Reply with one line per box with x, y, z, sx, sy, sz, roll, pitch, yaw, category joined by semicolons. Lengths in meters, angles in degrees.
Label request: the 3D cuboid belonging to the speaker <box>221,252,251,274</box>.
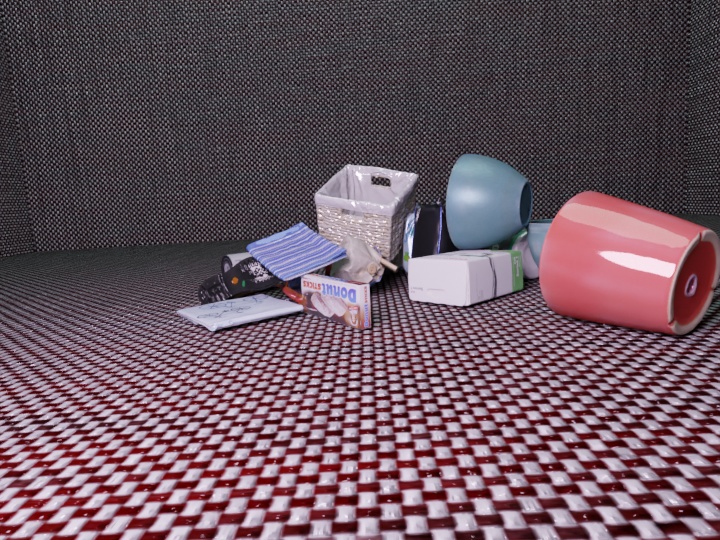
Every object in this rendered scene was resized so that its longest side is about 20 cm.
-0.276;-0.015;1.471;0.198;0.082;0.081;-9;10;-39;speaker

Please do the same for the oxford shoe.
-0.238;0.018;1.127;0.198;0.074;0.084;-18;-7;2;oxford shoe

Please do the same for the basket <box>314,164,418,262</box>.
0.018;-0.135;1.269;0.196;0.163;0.200;11;34;20;basket

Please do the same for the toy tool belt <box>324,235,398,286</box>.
0.000;0.000;1.170;0.121;0.127;0.200;14;-13;-14;toy tool belt

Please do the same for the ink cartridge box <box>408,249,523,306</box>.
0.209;0.009;1.058;0.145;0.086;0.199;3;8;44;ink cartridge box

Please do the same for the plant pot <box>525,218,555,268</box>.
0.448;-0.039;1.120;0.197;0.136;0.200;-3;8;0;plant pot

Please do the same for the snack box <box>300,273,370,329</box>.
-0.047;0.049;0.925;0.024;0.073;0.199;-6;8;-33;snack box

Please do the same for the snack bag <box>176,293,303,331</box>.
-0.222;0.077;0.996;0.187;0.022;0.199;-10;9;-35;snack bag

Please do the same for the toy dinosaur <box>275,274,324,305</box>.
-0.134;0.043;1.148;0.199;0.105;0.181;-37;1;27;toy dinosaur

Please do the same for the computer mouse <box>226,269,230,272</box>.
-0.234;0.023;1.294;0.137;0.054;0.199;-10;-7;39;computer mouse

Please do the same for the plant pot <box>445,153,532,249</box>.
0.279;-0.140;1.109;0.133;0.203;0.199;7;12;34;plant pot

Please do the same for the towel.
-0.132;-0.042;1.067;0.144;0.024;0.199;-23;30;-24;towel

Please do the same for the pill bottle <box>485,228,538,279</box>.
0.357;-0.046;1.294;0.112;0.115;0.200;-6;8;-20;pill bottle

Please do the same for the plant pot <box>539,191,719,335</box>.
0.386;-0.003;0.760;0.198;0.203;0.177;-9;19;-34;plant pot

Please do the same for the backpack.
0.198;-0.064;1.250;0.198;0.186;0.146;4;-2;-43;backpack

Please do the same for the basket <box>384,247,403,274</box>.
0.056;-0.066;1.452;0.175;0.141;0.199;-8;21;-37;basket
